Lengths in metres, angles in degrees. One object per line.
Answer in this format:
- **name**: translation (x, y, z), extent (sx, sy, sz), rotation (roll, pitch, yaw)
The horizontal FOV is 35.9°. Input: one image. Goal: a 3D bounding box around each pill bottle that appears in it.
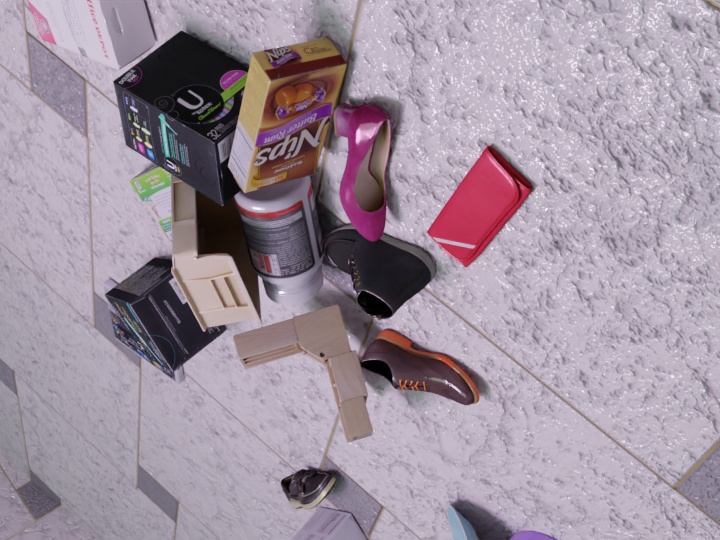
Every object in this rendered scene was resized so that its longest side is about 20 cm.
- **pill bottle**: translation (-0.115, -0.053, 1.647), extent (0.115, 0.116, 0.202), rotation (23, 140, 33)

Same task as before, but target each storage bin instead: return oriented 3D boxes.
- **storage bin**: translation (-0.218, -0.049, 1.653), extent (0.092, 0.203, 0.200), rotation (-10, 146, 4)

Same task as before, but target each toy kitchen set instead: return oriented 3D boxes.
- **toy kitchen set**: translation (-0.085, 0.187, 1.767), extent (0.163, 0.177, 0.203), rotation (91, 163, -77)

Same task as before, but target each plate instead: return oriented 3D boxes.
- **plate**: translation (0.190, 0.489, 1.875), extent (0.200, 0.025, 0.204), rotation (162, 91, -83)

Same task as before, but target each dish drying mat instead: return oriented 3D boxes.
- **dish drying mat**: translation (0.147, -0.075, 1.405), extent (0.077, 0.018, 0.200), rotation (45, 148, 7)

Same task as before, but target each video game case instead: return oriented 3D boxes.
- **video game case**: translation (-0.453, 0.129, 2.332), extent (0.198, 0.023, 0.184), rotation (31, 144, 23)

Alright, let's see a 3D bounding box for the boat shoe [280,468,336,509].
- **boat shoe**: translation (-0.110, 0.427, 2.192), extent (0.065, 0.073, 0.200), rotation (44, 148, -6)

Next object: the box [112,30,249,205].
- **box**: translation (-0.225, -0.218, 1.572), extent (0.198, 0.148, 0.125), rotation (31, 146, 24)

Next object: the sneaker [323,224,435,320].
- **sneaker**: translation (0.000, 0.000, 1.576), extent (0.198, 0.106, 0.076), rotation (14, 136, 41)

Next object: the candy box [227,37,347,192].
- **candy box**: translation (-0.097, -0.199, 1.445), extent (0.057, 0.115, 0.201), rotation (56, 147, 26)

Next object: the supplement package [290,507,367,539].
- **supplement package**: translation (-0.076, 0.606, 2.221), extent (0.110, 0.200, 0.157), rotation (-3, 123, 50)

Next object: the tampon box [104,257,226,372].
- **tampon box**: translation (-0.357, 0.075, 2.025), extent (0.151, 0.126, 0.199), rotation (59, 161, -17)

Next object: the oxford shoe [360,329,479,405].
- **oxford shoe**: translation (0.088, 0.163, 1.675), extent (0.198, 0.072, 0.072), rotation (23, 141, 33)

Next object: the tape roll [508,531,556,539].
- **tape roll**: translation (0.306, 0.521, 1.806), extent (0.198, 0.066, 0.202), rotation (31, 145, 25)

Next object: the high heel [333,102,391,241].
- **high heel**: translation (0.020, -0.122, 1.462), extent (0.095, 0.067, 0.203), rotation (24, 129, 49)

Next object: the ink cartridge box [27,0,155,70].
- **ink cartridge box**: translation (-0.411, -0.402, 1.660), extent (0.198, 0.083, 0.148), rotation (24, 141, 33)

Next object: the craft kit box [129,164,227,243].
- **craft kit box**: translation (-0.282, -0.096, 1.870), extent (0.199, 0.049, 0.199), rotation (-10, 119, 54)
